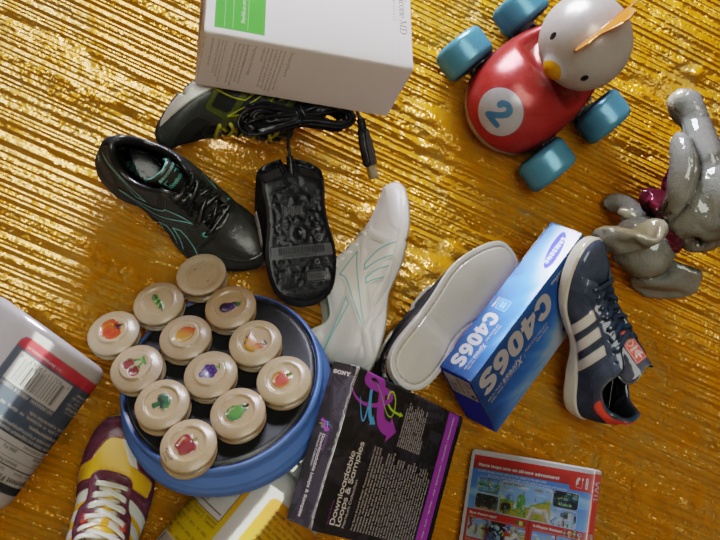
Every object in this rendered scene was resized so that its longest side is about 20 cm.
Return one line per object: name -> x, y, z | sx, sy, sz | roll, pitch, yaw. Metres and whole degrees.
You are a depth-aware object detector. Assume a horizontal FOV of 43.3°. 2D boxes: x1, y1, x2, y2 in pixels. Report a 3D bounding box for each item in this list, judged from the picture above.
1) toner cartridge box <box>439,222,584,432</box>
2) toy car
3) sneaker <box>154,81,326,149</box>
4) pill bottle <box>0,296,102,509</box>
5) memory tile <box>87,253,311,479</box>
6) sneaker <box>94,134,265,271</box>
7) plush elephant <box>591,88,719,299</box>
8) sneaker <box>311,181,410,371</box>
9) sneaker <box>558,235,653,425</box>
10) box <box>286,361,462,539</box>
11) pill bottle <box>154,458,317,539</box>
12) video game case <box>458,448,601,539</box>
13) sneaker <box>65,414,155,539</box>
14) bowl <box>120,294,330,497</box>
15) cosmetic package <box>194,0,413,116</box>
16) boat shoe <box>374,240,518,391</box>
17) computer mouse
toner cartridge box -> 0.168, 0.057, 0.932 | 0.201, 0.043, 0.095 | -50, 137, -18
toy car -> 0.206, -0.214, 0.933 | 0.176, 0.200, 0.185 | -39, 91, -16
sneaker -> -0.110, -0.163, 0.914 | 0.198, 0.074, 0.086 | -29, 89, -16
pill bottle -> -0.330, 0.137, 0.792 | 0.119, 0.120, 0.201 | 36, 75, -6
memory tile -> -0.148, 0.078, 0.821 | 0.152, 0.017, 0.200 | -32, 55, -19
sneaker -> -0.172, -0.064, 0.882 | 0.198, 0.079, 0.076 | 32, 74, -9
plush elephant -> 0.329, -0.055, 0.977 | 0.153, 0.165, 0.202 | -21, 48, 19
sneaker -> 0.000, 0.000, 0.919 | 0.079, 0.070, 0.204 | 16, 77, -1
sneaker -> 0.255, 0.065, 0.924 | 0.074, 0.084, 0.203 | -25, 117, -35
box -> 0.021, 0.182, 0.853 | 0.199, 0.036, 0.145 | 33, 70, -50
pill bottle -> -0.105, 0.234, 0.835 | 0.113, 0.113, 0.201 | 42, 75, -4
video game case -> 0.155, 0.286, 0.884 | 0.017, 0.141, 0.204 | 22, 75, -46
sneaker -> -0.228, 0.233, 0.816 | 0.074, 0.090, 0.204 | 8, 80, -12
bowl -> -0.125, 0.106, 0.833 | 0.197, 0.040, 0.203 | -3, 51, 4
cosmetic package -> -0.054, -0.227, 0.868 | 0.196, 0.085, 0.109 | 5, 65, -15
boat shoe -> 0.089, 0.047, 0.937 | 0.074, 0.060, 0.200 | 45, 67, -11
computer mouse -> -0.044, -0.070, 0.903 | 0.138, 0.046, 0.204 | -12, 89, -22
